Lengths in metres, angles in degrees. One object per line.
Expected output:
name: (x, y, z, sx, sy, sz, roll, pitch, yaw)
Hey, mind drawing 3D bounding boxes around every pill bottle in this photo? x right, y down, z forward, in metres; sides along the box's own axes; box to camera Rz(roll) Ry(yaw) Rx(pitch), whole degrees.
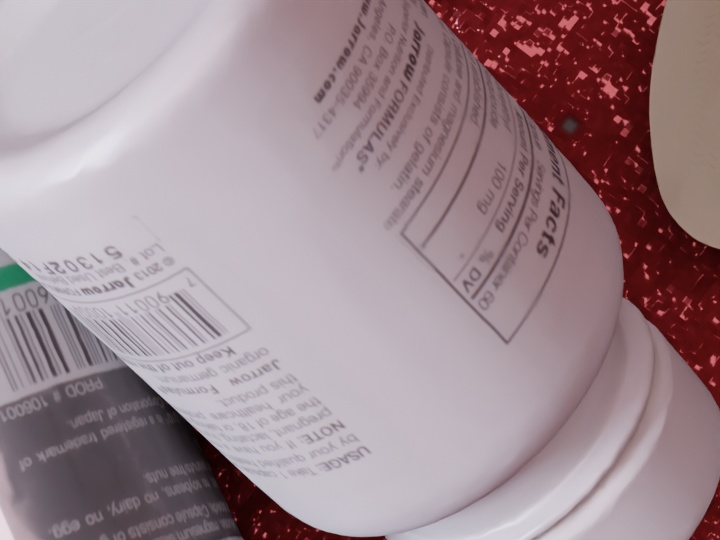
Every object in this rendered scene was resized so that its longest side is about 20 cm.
pill bottle: (0.000, 0.000, 0.727, 0.114, 0.114, 0.200, -49, 120, -7)
pill bottle: (-0.078, 0.098, 0.747, 0.113, 0.113, 0.201, -24, 81, -4)

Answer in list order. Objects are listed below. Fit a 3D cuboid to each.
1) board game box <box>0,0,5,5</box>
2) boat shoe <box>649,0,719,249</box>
board game box: (-0.076, -0.103, 0.727, 0.199, 0.105, 0.023, -26, 41, -9)
boat shoe: (0.131, -0.096, 0.805, 0.071, 0.063, 0.201, 14, 81, 14)
